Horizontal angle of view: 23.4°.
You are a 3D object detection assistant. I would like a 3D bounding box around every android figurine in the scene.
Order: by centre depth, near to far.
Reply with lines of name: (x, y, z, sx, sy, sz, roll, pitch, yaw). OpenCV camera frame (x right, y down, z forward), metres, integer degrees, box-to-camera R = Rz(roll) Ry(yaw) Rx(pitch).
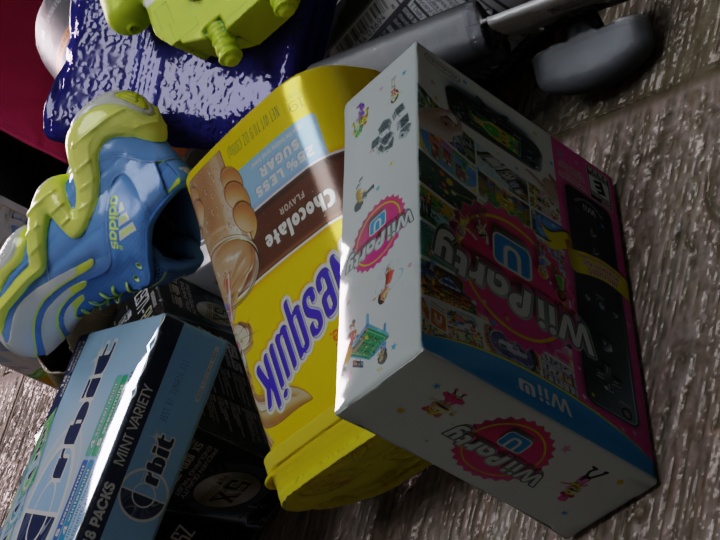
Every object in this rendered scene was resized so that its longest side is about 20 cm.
android figurine: (-0.089, -0.211, 1.036, 0.182, 0.041, 0.201, -36, 58, 25)

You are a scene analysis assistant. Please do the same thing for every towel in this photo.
towel: (-0.103, -0.145, 1.085, 0.199, 0.049, 0.149, 5, 80, 35)

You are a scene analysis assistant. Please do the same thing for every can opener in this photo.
can opener: (0.065, -0.114, 0.973, 0.199, 0.053, 0.067, -19, 80, 24)

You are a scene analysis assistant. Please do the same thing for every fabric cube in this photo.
fabric cube: (-0.328, -0.125, 1.604, 0.196, 0.199, 0.200, -41, 33, 38)

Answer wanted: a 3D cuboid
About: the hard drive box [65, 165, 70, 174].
hard drive box: (-0.162, -0.108, 1.428, 0.200, 0.077, 0.157, -20, 49, 53)

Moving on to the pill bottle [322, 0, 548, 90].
pill bottle: (0.067, -0.174, 1.044, 0.200, 0.106, 0.107, -45, 31, 29)

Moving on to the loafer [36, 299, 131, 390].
loafer: (-0.202, 0.062, 1.261, 0.076, 0.067, 0.201, -126, 32, -45)

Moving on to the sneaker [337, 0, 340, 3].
sneaker: (-0.079, -0.190, 1.268, 0.203, 0.146, 0.077, -66, 13, -11)

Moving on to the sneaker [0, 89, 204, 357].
sneaker: (-0.157, -0.004, 1.053, 0.105, 0.076, 0.201, 43, 126, 26)

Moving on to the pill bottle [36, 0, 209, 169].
pill bottle: (-0.144, -0.128, 1.212, 0.106, 0.106, 0.200, -54, 46, 15)

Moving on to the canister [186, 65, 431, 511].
canister: (-0.012, 0.009, 0.943, 0.148, 0.086, 0.201, -39, 62, 40)

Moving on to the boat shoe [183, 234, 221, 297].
boat shoe: (-0.099, -0.019, 1.236, 0.200, 0.072, 0.068, -30, 42, 43)

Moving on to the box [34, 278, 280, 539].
box: (-0.134, 0.121, 1.148, 0.164, 0.086, 0.200, -54, 28, 17)

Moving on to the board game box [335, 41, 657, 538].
board game box: (0.062, 0.007, 0.836, 0.064, 0.147, 0.201, -38, 35, 35)

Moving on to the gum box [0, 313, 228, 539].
gum box: (-0.154, 0.117, 1.014, 0.200, 0.044, 0.171, -14, 54, 66)

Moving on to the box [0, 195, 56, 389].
box: (-0.268, 0.016, 1.362, 0.112, 0.199, 0.102, -7, 60, 57)
